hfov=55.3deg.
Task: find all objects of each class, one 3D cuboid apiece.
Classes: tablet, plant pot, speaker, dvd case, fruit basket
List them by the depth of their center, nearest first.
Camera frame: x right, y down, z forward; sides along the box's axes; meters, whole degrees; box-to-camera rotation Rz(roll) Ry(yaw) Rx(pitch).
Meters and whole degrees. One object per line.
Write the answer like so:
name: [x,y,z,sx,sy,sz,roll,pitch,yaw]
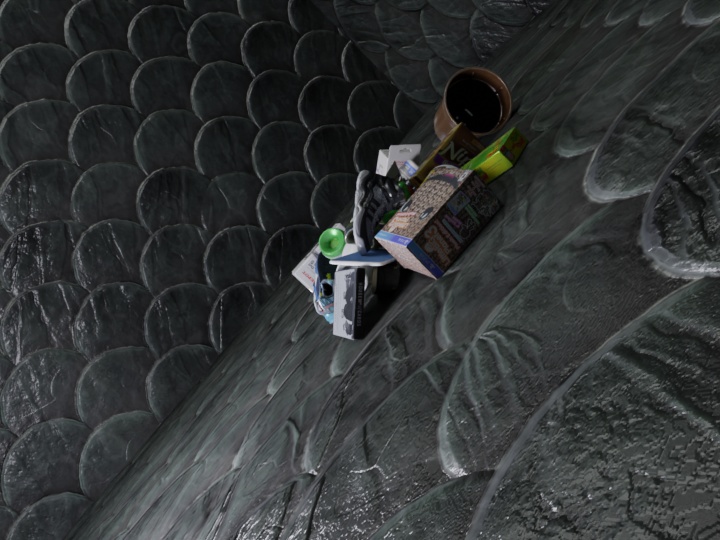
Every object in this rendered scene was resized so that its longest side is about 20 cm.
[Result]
dvd case: [-0.027,0.072,1.507,0.200,0.025,0.151,172,100,-76]
tablet: [0.032,-0.029,1.523,0.130,0.014,0.200,2,11,25]
fruit basket: [0.097,-0.159,1.700,0.094,0.185,0.200,-21,20,17]
speaker: [-0.038,-0.047,1.854,0.088,0.088,0.200,-47,-28,3]
plant pot: [0.312,-0.458,2.001,0.200,0.200,0.198,-49,2,-13]

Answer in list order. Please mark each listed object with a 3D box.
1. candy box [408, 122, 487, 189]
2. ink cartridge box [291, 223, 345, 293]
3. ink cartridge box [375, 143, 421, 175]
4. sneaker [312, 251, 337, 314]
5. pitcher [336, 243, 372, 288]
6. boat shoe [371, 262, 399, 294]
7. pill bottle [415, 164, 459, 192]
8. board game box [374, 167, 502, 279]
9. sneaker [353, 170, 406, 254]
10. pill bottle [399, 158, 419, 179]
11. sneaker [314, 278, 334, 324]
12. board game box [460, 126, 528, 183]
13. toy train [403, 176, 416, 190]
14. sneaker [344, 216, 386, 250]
candy box: [0.228,-0.263,1.737,0.200,0.117,0.056,-51,10,-19]
ink cartridge box: [-0.081,-0.017,2.010,0.200,0.145,0.084,-48,10,-6]
ink cartridge box: [0.115,-0.318,2.173,0.068,0.116,0.200,-126,37,-47]
sneaker: [-0.099,0.033,1.920,0.082,0.074,0.200,128,149,-59]
pitcher: [0.000,0.000,1.715,0.200,0.121,0.172,-59,-12,-54]
boat shoe: [0.053,0.019,1.533,0.201,0.063,0.074,134,138,-88]
pill bottle: [0.164,-0.139,1.531,0.109,0.109,0.200,-35,15,53]
board game box: [0.151,-0.098,1.360,0.200,0.097,0.159,-48,22,-8]
sneaker: [0.045,-0.131,1.529,0.075,0.114,0.200,70,-157,-70]
pill bottle: [0.121,-0.235,2.114,0.200,0.114,0.114,-46,9,8]
sneaker: [-0.053,0.045,1.780,0.079,0.096,0.200,-39,12,39]
board game box: [0.287,-0.238,1.581,0.200,0.048,0.102,-35,15,52]
toy train: [0.112,-0.162,1.843,0.200,0.114,0.087,-47,10,1]
sneaker: [0.055,-0.074,1.591,0.090,0.200,0.067,-54,-31,-54]
